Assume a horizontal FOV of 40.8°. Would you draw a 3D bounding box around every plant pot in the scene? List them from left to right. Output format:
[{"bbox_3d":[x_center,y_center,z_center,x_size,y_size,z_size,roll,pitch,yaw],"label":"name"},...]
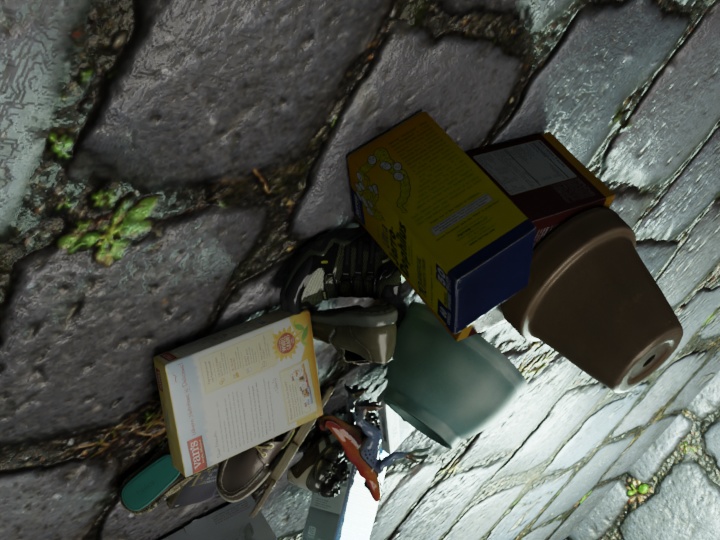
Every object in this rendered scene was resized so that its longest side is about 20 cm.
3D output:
[{"bbox_3d":[0.114,0.159,1.341,0.135,0.198,0.201,-55,153,-11],"label":"plant pot"},{"bbox_3d":[0.303,0.053,1.212,0.198,0.175,0.202,-29,150,-18],"label":"plant pot"}]

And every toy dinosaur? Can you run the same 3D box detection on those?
[{"bbox_3d":[-0.004,0.261,1.398,0.197,0.104,0.186,-12,112,-36],"label":"toy dinosaur"}]

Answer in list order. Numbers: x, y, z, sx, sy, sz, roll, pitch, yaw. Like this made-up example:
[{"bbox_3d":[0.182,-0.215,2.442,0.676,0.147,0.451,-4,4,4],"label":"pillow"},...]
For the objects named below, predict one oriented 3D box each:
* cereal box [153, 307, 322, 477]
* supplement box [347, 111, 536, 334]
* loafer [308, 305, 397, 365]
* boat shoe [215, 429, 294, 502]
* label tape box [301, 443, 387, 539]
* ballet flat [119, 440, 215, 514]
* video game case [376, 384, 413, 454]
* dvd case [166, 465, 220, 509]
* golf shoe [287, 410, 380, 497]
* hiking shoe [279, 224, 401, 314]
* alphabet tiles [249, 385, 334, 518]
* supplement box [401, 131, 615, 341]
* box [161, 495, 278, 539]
[{"bbox_3d":[-0.141,0.139,1.148,0.197,0.039,0.147,-19,114,-32],"label":"cereal box"},{"bbox_3d":[0.085,-0.054,1.054,0.108,0.201,0.110,-31,149,-15],"label":"supplement box"},{"bbox_3d":[-0.015,0.080,1.163,0.074,0.071,0.199,-7,180,-21],"label":"loafer"},{"bbox_3d":[-0.122,0.206,1.245,0.201,0.071,0.060,-54,175,-12],"label":"boat shoe"},{"bbox_3d":[-0.019,0.358,1.600,0.143,0.065,0.204,40,60,-61],"label":"label tape box"},{"bbox_3d":[-0.221,0.236,1.235,0.199,0.068,0.075,-38,173,6],"label":"ballet flat"},{"bbox_3d":[0.100,0.178,1.521,0.200,0.023,0.184,-45,154,-22],"label":"video game case"},{"bbox_3d":[-0.171,0.250,1.347,0.147,0.016,0.202,-2,131,-48],"label":"dvd case"},{"bbox_3d":[-0.040,0.268,1.485,0.199,0.093,0.079,-35,116,-54],"label":"golf shoe"},{"bbox_3d":[0.000,0.000,1.128,0.198,0.101,0.076,-34,150,-13],"label":"hiking shoe"},{"bbox_3d":[-0.098,0.248,1.330,0.197,0.014,0.200,-57,178,-18],"label":"alphabet tiles"},{"bbox_3d":[0.187,-0.046,1.255,0.197,0.133,0.199,-17,143,-35],"label":"supplement box"},{"bbox_3d":[-0.207,0.460,1.421,0.197,0.177,0.098,-23,147,-29],"label":"box"}]
